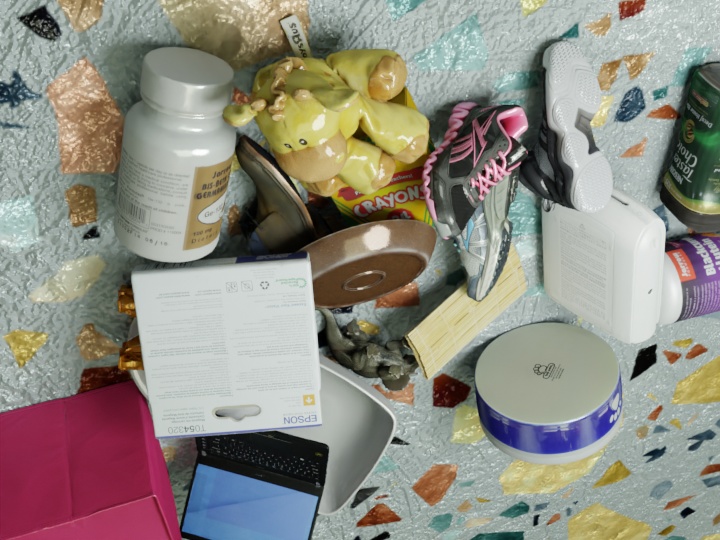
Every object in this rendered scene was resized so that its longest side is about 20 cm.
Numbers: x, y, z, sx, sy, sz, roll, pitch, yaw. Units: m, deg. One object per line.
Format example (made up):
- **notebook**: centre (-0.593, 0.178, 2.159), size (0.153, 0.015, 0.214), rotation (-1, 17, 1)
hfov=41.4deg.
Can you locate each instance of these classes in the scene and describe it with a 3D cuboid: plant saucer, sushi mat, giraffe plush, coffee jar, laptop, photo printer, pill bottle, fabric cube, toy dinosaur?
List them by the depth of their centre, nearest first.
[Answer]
- **giraffe plush**: centre (-0.041, -0.152, 0.934), size (0.172, 0.162, 0.200), rotation (-36, 99, 22)
- **pill bottle**: centre (-0.189, -0.119, 0.982), size (0.114, 0.114, 0.200), rotation (1, 125, -21)
- **plant saucer**: centre (0.000, 0.000, 1.135), size (0.200, 0.035, 0.200), rotation (-15, 161, -5)
- **fabric cube**: centre (-0.338, 0.291, 1.182), size (0.199, 0.200, 0.197), rotation (-14, 130, -10)
- **laptop**: centre (-0.140, 0.280, 1.205), size (0.177, 0.104, 0.200), rotation (14, 147, 4)
- **coffee jar**: centre (0.447, -0.151, 1.207), size (0.085, 0.104, 0.201), rotation (-6, 127, -13)
- **photo printer**: centre (0.306, -0.023, 1.214), size (0.069, 0.166, 0.200), rotation (-32, 133, -24)
- **toy dinosaur**: centre (0.006, 0.111, 1.254), size (0.199, 0.077, 0.102), rotation (19, 151, -17)
- **sushi mat**: centre (0.143, 0.053, 1.258), size (0.200, 0.012, 0.096), rotation (-40, 131, -19)
- **pill bottle**: centre (0.446, 0.012, 1.325), size (0.199, 0.112, 0.112), rotation (-13, 129, -12)

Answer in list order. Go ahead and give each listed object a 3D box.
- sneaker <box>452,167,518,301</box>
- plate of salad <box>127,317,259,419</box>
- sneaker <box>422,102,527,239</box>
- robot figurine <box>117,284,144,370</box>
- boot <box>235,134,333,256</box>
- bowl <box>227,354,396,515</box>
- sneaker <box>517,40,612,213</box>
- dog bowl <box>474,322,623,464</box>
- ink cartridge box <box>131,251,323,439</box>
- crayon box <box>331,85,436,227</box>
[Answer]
- **sneaker**: centre (0.143, -0.057, 1.183), size (0.086, 0.078, 0.201), rotation (14, 120, 18)
- **plate of salad**: centre (-0.187, 0.098, 1.182), size (0.199, 0.048, 0.201), rotation (-1, 108, -4)
- **sneaker**: centre (0.132, -0.118, 1.049), size (0.095, 0.200, 0.079), rotation (-1, 139, 29)
- **robot figurine**: centre (-0.181, 0.071, 1.117), size (0.199, 0.058, 0.146), rotation (1, 106, -4)
- **boot**: centre (-0.106, -0.061, 1.084), size (0.097, 0.075, 0.200), rotation (-36, 132, 4)
- **bowl**: centre (-0.066, 0.200, 1.261), size (0.199, 0.075, 0.200), rotation (31, 113, -3)
- **sneaker**: centre (0.227, -0.163, 1.133), size (0.075, 0.114, 0.201), rotation (-15, 96, -30)
- **dog bowl**: centre (0.258, 0.165, 1.312), size (0.199, 0.200, 0.079), rotation (-18, 127, -7)
- **ink cartridge box**: centre (-0.146, 0.085, 1.071), size (0.196, 0.043, 0.201), rotation (-4, 108, -1)
- **crayon box**: centre (0.019, -0.123, 1.077), size (0.127, 0.051, 0.200), rotation (-17, 132, 18)
